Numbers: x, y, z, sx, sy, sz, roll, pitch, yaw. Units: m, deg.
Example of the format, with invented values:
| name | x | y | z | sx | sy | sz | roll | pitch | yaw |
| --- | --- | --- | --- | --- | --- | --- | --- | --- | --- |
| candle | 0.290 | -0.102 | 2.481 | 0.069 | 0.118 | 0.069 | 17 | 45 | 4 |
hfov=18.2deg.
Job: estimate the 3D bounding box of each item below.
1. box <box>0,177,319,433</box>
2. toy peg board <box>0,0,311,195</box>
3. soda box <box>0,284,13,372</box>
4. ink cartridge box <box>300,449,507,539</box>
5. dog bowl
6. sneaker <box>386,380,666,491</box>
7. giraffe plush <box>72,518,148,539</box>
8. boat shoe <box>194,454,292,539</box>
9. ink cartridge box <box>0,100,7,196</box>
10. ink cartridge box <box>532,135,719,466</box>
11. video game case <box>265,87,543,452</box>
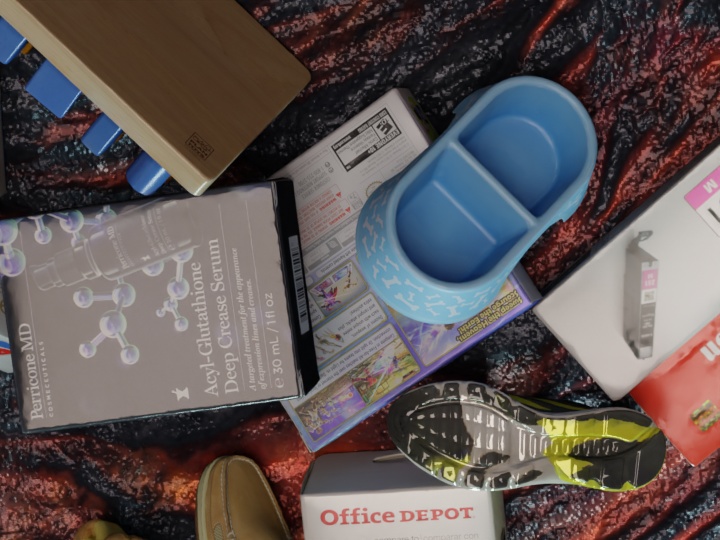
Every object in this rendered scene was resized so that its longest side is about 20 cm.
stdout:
| name | x | y | z | sx | sy | sz | roll | pitch | yaw |
| --- | --- | --- | --- | --- | --- | --- | --- | --- | --- |
| box | -0.139 | 0.022 | 1.557 | 0.198 | 0.107 | 0.150 | -8 | 92 | 6 |
| toy peg board | -0.165 | -0.137 | 1.550 | 0.200 | 0.199 | 0.098 | 43 | 122 | -3 |
| soda box | -0.288 | 0.015 | 1.595 | 0.068 | 0.200 | 0.064 | -8 | 68 | 33 |
| ink cartridge box | 0.037 | 0.240 | 1.662 | 0.146 | 0.083 | 0.202 | -4 | 104 | 8 |
| dog bowl | 0.085 | -0.054 | 1.542 | 0.111 | 0.050 | 0.200 | 44 | 70 | 1 |
| sneaker | 0.114 | 0.124 | 1.607 | 0.198 | 0.085 | 0.075 | 10 | 86 | -5 |
| giraffe plush | -0.134 | 0.289 | 1.679 | 0.161 | 0.200 | 0.174 | 13 | 105 | -25 |
| boat shoe | -0.066 | 0.219 | 1.637 | 0.076 | 0.071 | 0.201 | -46 | 54 | 47 |
| ink cartridge box | -0.370 | -0.105 | 1.617 | 0.198 | 0.125 | 0.130 | 0 | 104 | 8 |
| ink cartridge box | 0.251 | 0.024 | 1.597 | 0.200 | 0.044 | 0.174 | -42 | 93 | 16 |
| video game case | 0.000 | 0.000 | 1.611 | 0.199 | 0.045 | 0.182 | -34 | 83 | 16 |
